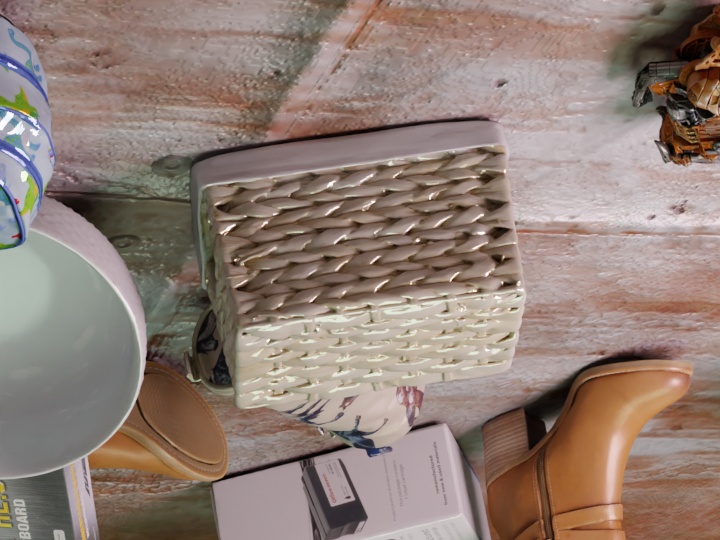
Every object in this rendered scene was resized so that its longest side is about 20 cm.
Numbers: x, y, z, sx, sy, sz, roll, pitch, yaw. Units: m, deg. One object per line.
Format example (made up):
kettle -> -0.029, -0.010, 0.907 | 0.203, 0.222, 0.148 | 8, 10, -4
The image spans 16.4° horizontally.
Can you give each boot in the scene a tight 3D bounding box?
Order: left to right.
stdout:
boot -> -0.207, 0.121, 1.766 | 0.154, 0.074, 0.199 | -31, 136, 34
boot -> 0.187, 0.164, 1.924 | 0.199, 0.156, 0.073 | -29, 148, 33

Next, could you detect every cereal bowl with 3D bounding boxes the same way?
cereal bowl -> -0.227, 0.026, 1.527 | 0.198, 0.084, 0.201 | 1, 125, 1

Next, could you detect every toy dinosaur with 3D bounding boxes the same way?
toy dinosaur -> 0.232, -0.110, 1.475 | 0.135, 0.103, 0.200 | 8, 174, -2

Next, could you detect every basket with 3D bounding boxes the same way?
basket -> 0.000, 0.000, 1.557 | 0.198, 0.124, 0.136 | -7, 153, -6

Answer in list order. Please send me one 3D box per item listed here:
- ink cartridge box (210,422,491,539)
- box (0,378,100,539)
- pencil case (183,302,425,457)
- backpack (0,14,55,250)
ink cartridge box -> -0.005, 0.207, 2.014 | 0.199, 0.085, 0.145 | -15, 153, 9
box -> -0.262, 0.140, 1.673 | 0.157, 0.048, 0.201 | 4, 126, 10
pencil case -> -0.037, 0.071, 1.736 | 0.089, 0.078, 0.200 | -42, 145, 16
backpack -> -0.261, -0.069, 1.322 | 0.199, 0.154, 0.164 | -19, 149, -12
